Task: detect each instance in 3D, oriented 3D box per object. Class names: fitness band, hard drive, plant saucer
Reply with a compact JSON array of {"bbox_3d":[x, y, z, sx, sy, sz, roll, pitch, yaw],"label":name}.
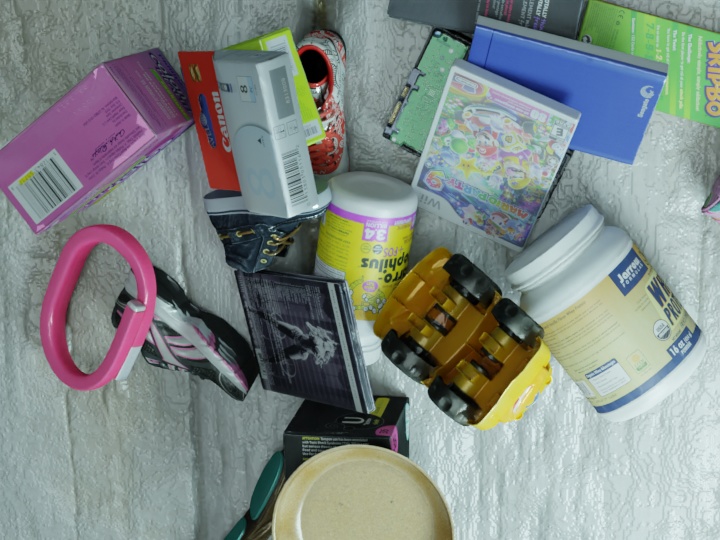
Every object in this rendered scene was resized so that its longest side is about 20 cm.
[{"bbox_3d":[-0.306,0.044,1.738,0.143,0.037,0.201,40,117,27],"label":"fitness band"},{"bbox_3d":[0.205,-0.185,1.565,0.198,0.026,0.133,15,141,3],"label":"hard drive"},{"bbox_3d":[0.005,0.277,1.619,0.198,0.035,0.203,2,103,8],"label":"plant saucer"},{"bbox_3d":[0.140,-0.164,1.650,0.198,0.038,0.141,26,106,2],"label":"hard drive"}]

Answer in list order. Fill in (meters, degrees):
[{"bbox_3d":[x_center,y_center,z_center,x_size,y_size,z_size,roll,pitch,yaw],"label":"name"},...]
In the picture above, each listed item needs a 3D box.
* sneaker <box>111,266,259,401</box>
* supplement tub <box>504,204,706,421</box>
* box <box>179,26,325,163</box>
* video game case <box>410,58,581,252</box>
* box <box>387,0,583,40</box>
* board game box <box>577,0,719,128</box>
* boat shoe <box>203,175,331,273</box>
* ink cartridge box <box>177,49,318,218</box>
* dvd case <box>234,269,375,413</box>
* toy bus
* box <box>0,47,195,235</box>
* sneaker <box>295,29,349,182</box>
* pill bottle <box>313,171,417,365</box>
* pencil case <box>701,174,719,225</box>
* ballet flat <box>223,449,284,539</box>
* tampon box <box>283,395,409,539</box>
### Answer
[{"bbox_3d":[-0.206,0.086,1.753,0.200,0.080,0.087,43,112,11],"label":"sneaker"},{"bbox_3d":[0.261,0.045,1.622,0.144,0.144,0.201,-37,95,15],"label":"supplement tub"},{"bbox_3d":[-0.123,-0.181,1.621,0.199,0.047,0.123,-6,106,56],"label":"box"},{"bbox_3d":[0.138,-0.119,1.606,0.142,0.018,0.201,24,137,6],"label":"video game case"},{"bbox_3d":[0.138,-0.311,1.579,0.198,0.106,0.124,12,107,6],"label":"box"},{"bbox_3d":[0.327,-0.218,1.611,0.198,0.030,0.097,17,106,8],"label":"board game box"},{"bbox_3d":[-0.092,-0.050,1.665,0.199,0.071,0.092,1,115,50],"label":"boat shoe"},{"bbox_3d":[-0.132,-0.146,1.569,0.199,0.047,0.162,10,119,49],"label":"ink cartridge box"},{"bbox_3d":[-0.064,0.074,1.681,0.199,0.016,0.150,7,114,51],"label":"dvd case"},{"bbox_3d":[0.139,0.099,1.626,0.136,0.200,0.192,-49,137,3],"label":"toy bus"},{"bbox_3d":[-0.284,-0.144,1.641,0.175,0.200,0.097,-37,96,15],"label":"box"},{"bbox_3d":[-0.050,-0.158,1.646,0.066,0.108,0.204,4,104,8],"label":"sneaker"},{"bbox_3d":[0.000,0.000,1.671,0.103,0.104,0.202,11,113,7],"label":"pill bottle"},{"bbox_3d":[0.461,-0.040,1.601,0.199,0.087,0.088,37,106,0],"label":"pencil case"},{"bbox_3d":[-0.110,0.302,1.792,0.072,0.068,0.201,25,107,-18],"label":"ballet flat"},{"bbox_3d":[-0.012,0.257,1.714,0.125,0.150,0.203,1,103,9],"label":"tampon box"}]
